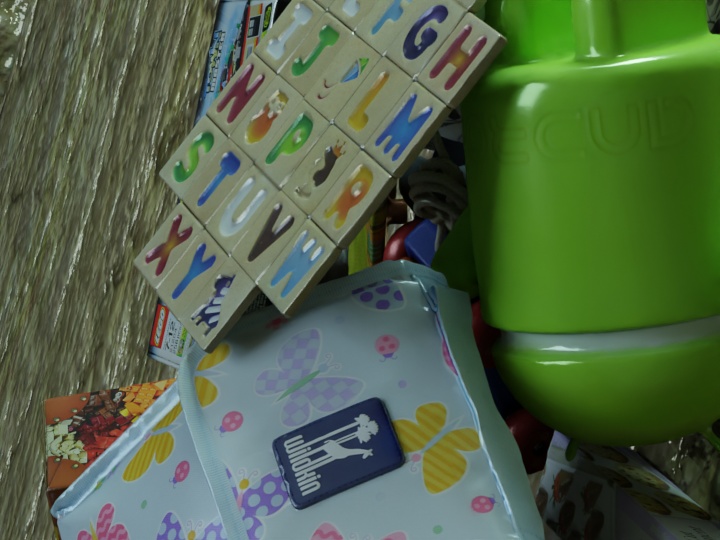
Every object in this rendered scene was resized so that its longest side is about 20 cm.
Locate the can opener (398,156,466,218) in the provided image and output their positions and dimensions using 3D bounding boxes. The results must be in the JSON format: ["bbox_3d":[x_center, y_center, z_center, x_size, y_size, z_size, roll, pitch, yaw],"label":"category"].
[{"bbox_3d":[0.074,-0.006,1.263,0.200,0.063,0.079,42,109,48],"label":"can opener"}]

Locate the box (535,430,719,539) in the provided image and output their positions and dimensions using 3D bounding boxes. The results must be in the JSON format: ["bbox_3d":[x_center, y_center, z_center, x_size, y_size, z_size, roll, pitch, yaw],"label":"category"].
[{"bbox_3d":[0.119,0.112,1.138,0.200,0.041,0.039,-136,61,-72],"label":"box"}]

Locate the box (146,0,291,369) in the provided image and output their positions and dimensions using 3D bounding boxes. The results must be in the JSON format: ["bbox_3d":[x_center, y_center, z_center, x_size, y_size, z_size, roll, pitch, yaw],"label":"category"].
[{"bbox_3d":[-0.064,-0.043,1.487,0.110,0.035,0.201,-169,90,-70],"label":"box"}]

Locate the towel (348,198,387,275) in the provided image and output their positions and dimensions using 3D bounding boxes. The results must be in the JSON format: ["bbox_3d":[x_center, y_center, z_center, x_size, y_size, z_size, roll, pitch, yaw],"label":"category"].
[{"bbox_3d":[0.000,0.000,1.329,0.086,0.018,0.201,-92,3,-47],"label":"towel"}]

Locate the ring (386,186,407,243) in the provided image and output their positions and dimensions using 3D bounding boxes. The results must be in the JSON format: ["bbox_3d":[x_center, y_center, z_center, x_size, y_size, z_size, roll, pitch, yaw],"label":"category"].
[{"bbox_3d":[0.012,0.034,1.442,0.200,0.019,0.202,180,90,-88],"label":"ring"}]

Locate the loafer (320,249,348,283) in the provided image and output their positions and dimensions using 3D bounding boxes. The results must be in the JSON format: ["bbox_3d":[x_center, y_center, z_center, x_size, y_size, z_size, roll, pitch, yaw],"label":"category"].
[{"bbox_3d":[-0.037,0.046,1.524,0.200,0.071,0.073,-94,4,-62],"label":"loafer"}]

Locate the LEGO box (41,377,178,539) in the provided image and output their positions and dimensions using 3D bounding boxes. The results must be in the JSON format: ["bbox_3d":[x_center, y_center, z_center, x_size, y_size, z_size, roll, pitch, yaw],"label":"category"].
[{"bbox_3d":[-0.071,0.152,1.422,0.077,0.148,0.201,-101,2,-55],"label":"LEGO box"}]

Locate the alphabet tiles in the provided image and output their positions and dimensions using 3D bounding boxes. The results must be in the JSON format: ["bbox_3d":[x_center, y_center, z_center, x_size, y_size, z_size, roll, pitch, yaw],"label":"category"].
[{"bbox_3d":[-0.016,-0.064,1.127,0.200,0.006,0.166,-52,29,4],"label":"alphabet tiles"}]

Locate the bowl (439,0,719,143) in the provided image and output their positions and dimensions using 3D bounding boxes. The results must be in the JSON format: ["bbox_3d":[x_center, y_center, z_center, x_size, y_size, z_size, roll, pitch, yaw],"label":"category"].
[{"bbox_3d":[0.090,-0.106,1.234,0.095,0.200,0.201,65,158,3],"label":"bowl"}]

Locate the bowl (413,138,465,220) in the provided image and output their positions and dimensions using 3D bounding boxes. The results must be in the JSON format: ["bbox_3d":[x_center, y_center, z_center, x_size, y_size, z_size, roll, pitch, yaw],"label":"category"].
[{"bbox_3d":[0.069,-0.016,1.406,0.201,0.039,0.202,-167,90,-74],"label":"bowl"}]

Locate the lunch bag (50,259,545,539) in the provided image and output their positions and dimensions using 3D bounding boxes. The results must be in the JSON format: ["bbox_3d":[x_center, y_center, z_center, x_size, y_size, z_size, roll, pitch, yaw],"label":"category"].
[{"bbox_3d":[-0.018,0.111,1.111,0.200,0.127,0.170,-42,48,29],"label":"lunch bag"}]

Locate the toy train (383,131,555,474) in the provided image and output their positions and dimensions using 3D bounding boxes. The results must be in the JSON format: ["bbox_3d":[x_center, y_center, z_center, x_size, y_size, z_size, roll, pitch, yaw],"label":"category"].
[{"bbox_3d":[0.007,0.028,1.233,0.085,0.115,0.200,46,163,47],"label":"toy train"}]

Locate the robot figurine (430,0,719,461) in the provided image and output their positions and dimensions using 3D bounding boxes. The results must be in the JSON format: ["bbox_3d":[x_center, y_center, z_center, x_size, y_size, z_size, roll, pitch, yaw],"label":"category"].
[{"bbox_3d":[0.101,-0.022,1.111,0.175,0.115,0.201,-1,100,39],"label":"robot figurine"}]

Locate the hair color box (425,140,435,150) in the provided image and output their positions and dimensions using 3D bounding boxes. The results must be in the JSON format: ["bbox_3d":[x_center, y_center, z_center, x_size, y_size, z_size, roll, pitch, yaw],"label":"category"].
[{"bbox_3d":[0.044,-0.139,1.456,0.200,0.110,0.064,126,151,-55],"label":"hair color box"}]
